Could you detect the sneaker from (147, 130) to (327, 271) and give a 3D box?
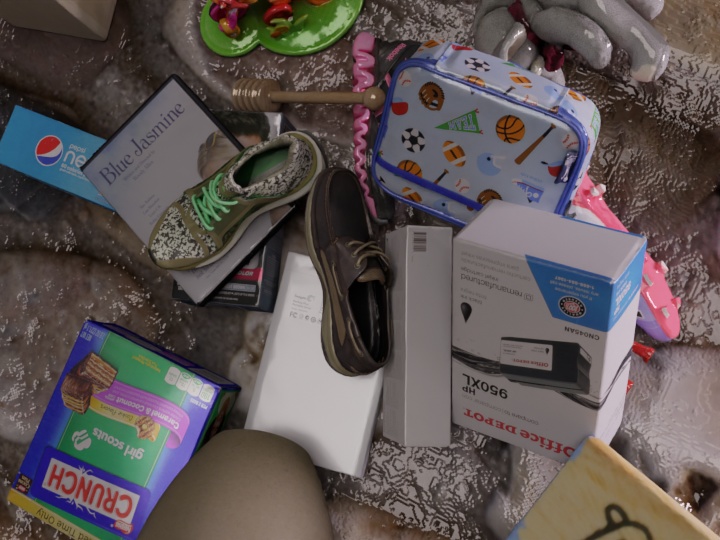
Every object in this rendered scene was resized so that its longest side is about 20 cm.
[{"bbox_3d":[-0.127,-0.075,0.862,0.199,0.089,0.077,-36,79,2],"label":"sneaker"}]

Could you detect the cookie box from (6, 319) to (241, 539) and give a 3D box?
[{"bbox_3d":[-0.242,0.178,0.937,0.169,0.075,0.203,23,88,14],"label":"cookie box"}]

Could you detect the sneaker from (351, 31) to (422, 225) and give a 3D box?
[{"bbox_3d":[0.038,-0.148,0.933,0.094,0.079,0.204,0,83,0],"label":"sneaker"}]

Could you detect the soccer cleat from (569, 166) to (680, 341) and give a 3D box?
[{"bbox_3d":[0.233,-0.013,0.878,0.076,0.066,0.202,-38,80,35],"label":"soccer cleat"}]

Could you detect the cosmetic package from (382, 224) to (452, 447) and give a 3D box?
[{"bbox_3d":[0.055,0.062,0.874,0.050,0.082,0.204,2,87,-15],"label":"cosmetic package"}]

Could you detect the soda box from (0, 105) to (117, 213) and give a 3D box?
[{"bbox_3d":[-0.296,-0.111,0.997,0.197,0.064,0.069,22,86,14],"label":"soda box"}]

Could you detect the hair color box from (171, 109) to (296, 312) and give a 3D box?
[{"bbox_3d":[-0.132,-0.063,0.957,0.097,0.061,0.204,4,82,12],"label":"hair color box"}]

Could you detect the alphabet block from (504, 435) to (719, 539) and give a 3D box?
[{"bbox_3d":[0.230,0.291,0.717,0.196,0.200,0.196,37,91,-27],"label":"alphabet block"}]

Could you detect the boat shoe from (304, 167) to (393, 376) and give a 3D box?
[{"bbox_3d":[0.000,0.000,0.868,0.073,0.074,0.204,-4,96,50],"label":"boat shoe"}]

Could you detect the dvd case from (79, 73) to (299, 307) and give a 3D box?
[{"bbox_3d":[-0.176,-0.084,0.927,0.143,0.018,0.200,-44,77,2],"label":"dvd case"}]

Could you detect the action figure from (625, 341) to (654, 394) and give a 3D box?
[{"bbox_3d":[0.182,0.045,0.880,0.199,0.052,0.066,35,85,19],"label":"action figure"}]

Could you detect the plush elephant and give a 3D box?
[{"bbox_3d":[0.180,-0.231,0.878,0.198,0.155,0.166,27,43,-17],"label":"plush elephant"}]

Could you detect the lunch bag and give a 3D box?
[{"bbox_3d":[0.112,-0.106,0.827,0.198,0.076,0.162,26,129,12],"label":"lunch bag"}]

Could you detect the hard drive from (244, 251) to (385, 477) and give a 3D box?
[{"bbox_3d":[-0.036,0.094,0.930,0.130,0.027,0.203,13,84,13],"label":"hard drive"}]

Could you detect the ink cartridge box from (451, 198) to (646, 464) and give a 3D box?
[{"bbox_3d":[0.159,0.058,0.797,0.143,0.084,0.203,17,127,29],"label":"ink cartridge box"}]

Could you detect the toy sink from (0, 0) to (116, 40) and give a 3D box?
[{"bbox_3d":[-0.362,-0.346,0.977,0.128,0.200,0.114,12,84,14],"label":"toy sink"}]

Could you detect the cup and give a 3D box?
[{"bbox_3d":[-0.107,0.236,0.855,0.197,0.201,0.145,3,57,12],"label":"cup"}]

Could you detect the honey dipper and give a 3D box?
[{"bbox_3d":[-0.054,-0.175,0.926,0.198,0.038,0.039,12,84,40],"label":"honey dipper"}]

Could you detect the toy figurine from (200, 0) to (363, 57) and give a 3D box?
[{"bbox_3d":[-0.107,-0.315,0.926,0.197,0.184,0.152,-21,78,9],"label":"toy figurine"}]
